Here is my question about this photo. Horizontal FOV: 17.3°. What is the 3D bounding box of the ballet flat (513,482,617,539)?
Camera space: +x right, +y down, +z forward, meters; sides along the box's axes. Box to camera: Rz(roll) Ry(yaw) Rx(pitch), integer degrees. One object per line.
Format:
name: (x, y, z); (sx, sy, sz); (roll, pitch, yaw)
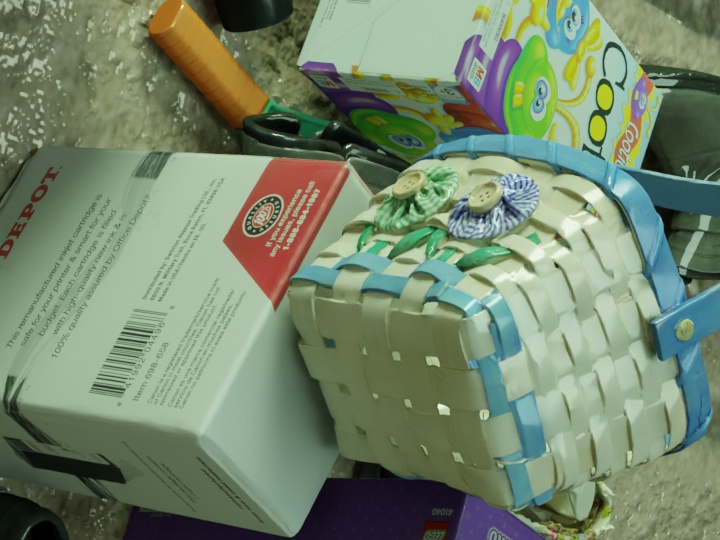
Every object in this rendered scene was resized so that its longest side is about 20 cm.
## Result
ballet flat: (0.084, 0.099, 1.258); (0.200, 0.064, 0.076); (34, 73, -57)

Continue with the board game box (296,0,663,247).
board game box: (0.069, -0.102, 1.273); (0.200, 0.102, 0.105); (42, 63, -52)

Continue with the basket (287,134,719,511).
basket: (0.087, 0.008, 0.983); (0.199, 0.176, 0.140); (-25, 110, -34)

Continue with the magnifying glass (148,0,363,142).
magnifying glass: (-0.044, -0.069, 1.236); (0.200, 0.022, 0.080); (47, 60, -38)

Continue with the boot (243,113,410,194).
boot: (0.000, 0.000, 1.221); (0.199, 0.068, 0.131); (20, 97, -45)

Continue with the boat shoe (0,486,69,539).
boat shoe: (-0.153, 0.199, 1.111); (0.068, 0.056, 0.201); (-26, 111, -43)

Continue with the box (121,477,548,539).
box: (0.007, 0.138, 1.074); (0.137, 0.199, 0.039); (37, 61, -40)

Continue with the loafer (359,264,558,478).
loafer: (0.076, 0.071, 1.346); (0.200, 0.063, 0.072); (-52, 128, -31)

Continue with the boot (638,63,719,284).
boot: (0.206, -0.057, 1.481); (0.199, 0.067, 0.132); (8, 93, -46)

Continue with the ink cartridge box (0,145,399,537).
ink cartridge box: (-0.091, 0.026, 1.063); (0.084, 0.199, 0.145); (51, 58, -40)

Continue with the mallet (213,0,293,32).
mallet: (-0.011, -0.177, 1.256); (0.200, 0.041, 0.066); (-24, 111, -48)
